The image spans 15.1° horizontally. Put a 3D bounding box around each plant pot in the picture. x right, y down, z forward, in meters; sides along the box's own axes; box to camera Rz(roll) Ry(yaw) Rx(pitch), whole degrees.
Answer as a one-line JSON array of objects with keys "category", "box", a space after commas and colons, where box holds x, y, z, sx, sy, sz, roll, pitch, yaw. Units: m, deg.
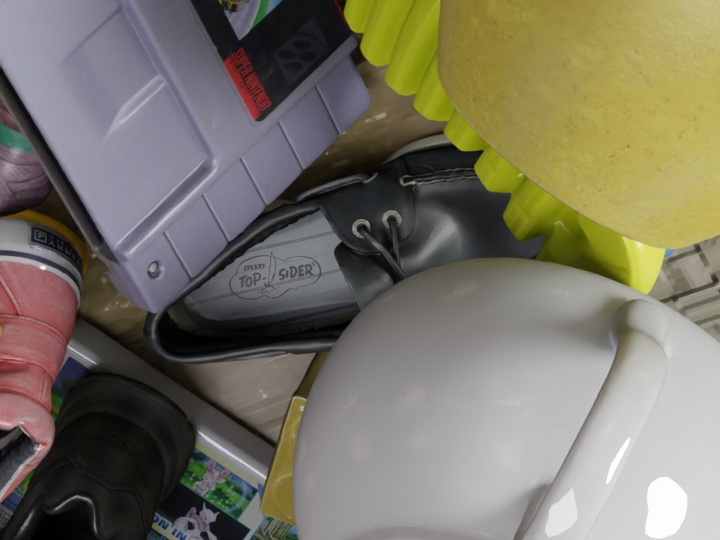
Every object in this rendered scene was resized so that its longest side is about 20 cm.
[{"category": "plant pot", "box": [0.105, -0.093, 0.873, 0.200, 0.200, 0.142, 34, 110, -3]}]

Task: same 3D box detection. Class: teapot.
[{"category": "teapot", "box": [0.055, 0.101, 0.964, 0.197, 0.146, 0.200, -5, 131, 34]}]

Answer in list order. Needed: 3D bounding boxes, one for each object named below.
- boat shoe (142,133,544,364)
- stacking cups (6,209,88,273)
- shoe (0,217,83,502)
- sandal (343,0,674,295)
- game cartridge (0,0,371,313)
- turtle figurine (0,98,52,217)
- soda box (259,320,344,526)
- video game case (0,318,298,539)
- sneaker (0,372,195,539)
[{"category": "boat shoe", "box": [-0.001, -0.002, 1.071, 0.199, 0.066, 0.075, -7, 118, 24]}, {"category": "stacking cups", "box": [-0.166, 0.070, 1.169, 0.060, 0.061, 0.201, 21, 120, 6]}, {"category": "shoe", "box": [-0.192, 0.053, 1.073, 0.200, 0.091, 0.071, -21, 140, 34]}, {"category": "sandal", "box": [0.062, -0.083, 0.994, 0.200, 0.087, 0.079, 55, 150, 4]}, {"category": "game cartridge", "box": [-0.073, -0.093, 0.977, 0.038, 0.130, 0.200, 34, 159, 43]}, {"category": "turtle figurine", "box": [-0.123, -0.121, 1.009, 0.100, 0.150, 0.200, 12, 135, -9]}, {"category": "soda box", "box": [0.064, 0.095, 1.111, 0.199, 0.064, 0.068, 22, 126, 6]}, {"category": "video game case", "box": [-0.084, 0.138, 1.219, 0.200, 0.022, 0.182, 34, 126, -2]}, {"category": "sneaker", "box": [-0.134, 0.137, 1.168, 0.076, 0.091, 0.201, 22, 127, 4]}]
